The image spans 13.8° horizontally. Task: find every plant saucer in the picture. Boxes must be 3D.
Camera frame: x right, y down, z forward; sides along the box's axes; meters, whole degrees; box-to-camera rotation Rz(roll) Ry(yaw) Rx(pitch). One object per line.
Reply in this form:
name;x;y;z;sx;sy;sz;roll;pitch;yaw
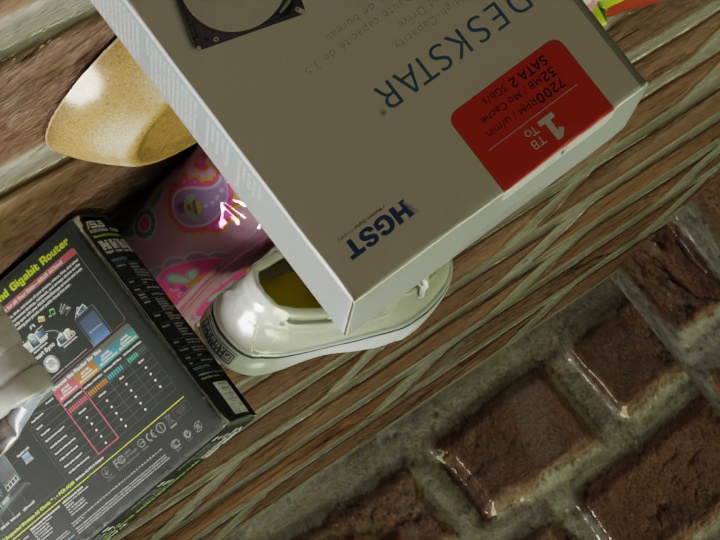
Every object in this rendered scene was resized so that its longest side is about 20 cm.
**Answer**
plant saucer;-0.069;-0.111;1.509;0.200;0.036;0.200;-38;172;-6

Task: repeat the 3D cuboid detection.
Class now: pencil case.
pencil case;-0.101;-0.011;1.764;0.200;0.088;0.087;-43;171;29

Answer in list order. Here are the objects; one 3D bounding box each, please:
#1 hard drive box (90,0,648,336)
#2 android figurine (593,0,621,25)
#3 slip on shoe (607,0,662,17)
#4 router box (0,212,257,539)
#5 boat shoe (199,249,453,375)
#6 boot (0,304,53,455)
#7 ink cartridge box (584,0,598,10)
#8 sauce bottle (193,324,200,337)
hard drive box;-0.004;-0.102;1.243;0.156;0.200;0.077;-37;173;-10
android figurine;0.082;-0.147;1.731;0.199;0.041;0.182;-27;-159;13
slip on shoe;0.185;-0.205;2.063;0.200;0.061;0.074;-41;174;30
router box;-0.182;0.086;1.718;0.200;0.150;0.062;-39;172;14
boat shoe;-0.003;-0.004;1.742;0.201;0.075;0.086;-16;155;-45
boot;-0.250;0.088;1.614;0.200;0.096;0.073;-43;171;33
ink cartridge box;0.047;-0.141;1.417;0.201;0.117;0.067;-58;165;26
sauce bottle;-0.198;0.079;1.945;0.199;0.065;0.065;-33;171;-23
